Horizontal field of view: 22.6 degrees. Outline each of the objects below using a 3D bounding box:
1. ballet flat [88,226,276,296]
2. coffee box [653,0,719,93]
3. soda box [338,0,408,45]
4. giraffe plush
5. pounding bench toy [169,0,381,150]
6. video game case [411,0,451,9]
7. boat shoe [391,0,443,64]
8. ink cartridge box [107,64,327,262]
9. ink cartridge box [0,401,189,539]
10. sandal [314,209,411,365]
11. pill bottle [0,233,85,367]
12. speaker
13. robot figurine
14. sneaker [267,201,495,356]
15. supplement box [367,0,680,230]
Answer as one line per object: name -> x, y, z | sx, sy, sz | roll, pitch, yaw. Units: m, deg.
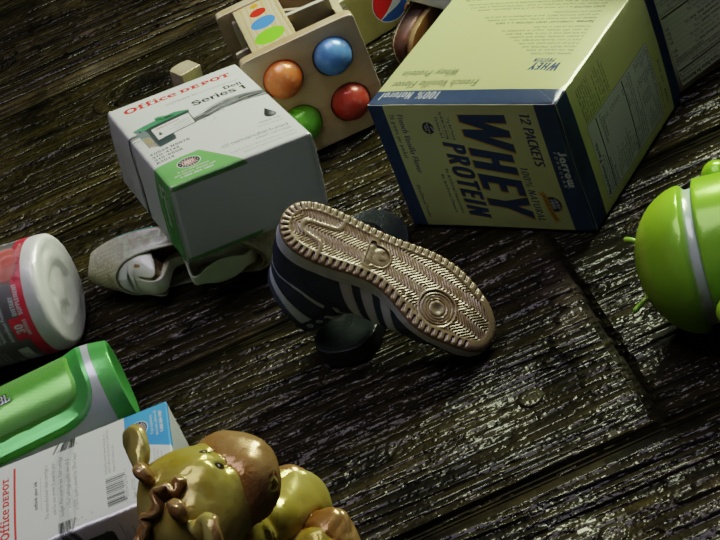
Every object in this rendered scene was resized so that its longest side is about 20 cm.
ballet flat -> -0.172, -0.010, 1.699 | 0.198, 0.068, 0.063 | -16, 43, 14
coffee box -> 0.263, -0.277, 1.669 | 0.080, 0.201, 0.113 | -36, 35, -13
soda box -> 0.040, -0.323, 2.008 | 0.199, 0.064, 0.068 | -33, 33, -14
giraffe plush -> -0.103, 0.178, 1.264 | 0.171, 0.163, 0.201 | 11, 47, 25
pounding bench toy -> -0.091, -0.193, 1.849 | 0.198, 0.125, 0.156 | -25, 33, -1
video game case -> 0.149, -0.315, 1.880 | 0.198, 0.023, 0.183 | 16, 41, 13
boat shoe -> 0.083, -0.272, 1.903 | 0.070, 0.071, 0.200 | 9, 37, 31
ink cartridge box -> -0.138, -0.105, 1.692 | 0.145, 0.085, 0.200 | -23, 33, -16
ink cartridge box -> -0.229, 0.197, 1.432 | 0.198, 0.068, 0.116 | -22, 33, 3
sandal -> 0.001, 0.000, 1.583 | 0.075, 0.048, 0.201 | -13, 35, 18
pill bottle -> -0.370, 0.043, 1.707 | 0.198, 0.111, 0.111 | -16, 33, 13
speaker -> -0.293, 0.137, 1.547 | 0.198, 0.089, 0.089 | -26, 32, -3
robot figurine -> 0.297, -0.020, 1.357 | 0.198, 0.116, 0.177 | -14, 42, 16
sneaker -> 0.012, 0.024, 1.499 | 0.199, 0.109, 0.070 | 29, 57, 0
supplement box -> 0.151, -0.152, 1.624 | 0.198, 0.135, 0.200 | 3, 41, 36
